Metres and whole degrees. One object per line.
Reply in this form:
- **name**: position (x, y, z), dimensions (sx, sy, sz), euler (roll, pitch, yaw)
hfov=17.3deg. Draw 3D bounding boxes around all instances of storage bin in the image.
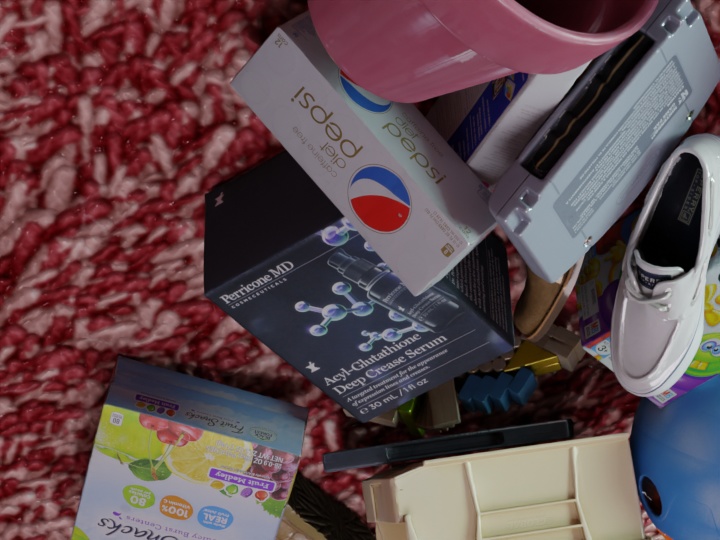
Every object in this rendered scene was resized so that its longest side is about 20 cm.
- **storage bin**: position (0.113, 0.193, 1.915), dimensions (0.197, 0.095, 0.200), euler (-7, 176, -8)

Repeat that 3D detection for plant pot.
- **plant pot**: position (0.066, -0.200, 1.510), dimensions (0.199, 0.201, 0.179), euler (24, 147, -27)

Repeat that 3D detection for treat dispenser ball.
- **treat dispenser ball**: position (0.314, 0.144, 1.882), dimensions (0.199, 0.202, 0.202), euler (-2, 138, -1)

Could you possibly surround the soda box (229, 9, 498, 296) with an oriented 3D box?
- **soda box**: position (0.006, -0.084, 1.634), dimensions (0.200, 0.064, 0.068), euler (49, 128, 4)

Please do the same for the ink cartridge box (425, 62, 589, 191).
- **ink cartridge box**: position (0.095, -0.120, 1.655), dimensions (0.037, 0.095, 0.200), euler (18, 134, -23)

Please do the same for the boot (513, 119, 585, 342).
- **boot**: position (0.140, -0.033, 1.782), dimensions (0.075, 0.074, 0.201), euler (14, 128, -4)

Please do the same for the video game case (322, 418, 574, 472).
- **video game case**: position (0.075, 0.143, 1.945), dimensions (0.198, 0.019, 0.143), euler (-9, 176, 6)

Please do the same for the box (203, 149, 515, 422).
- **box**: position (0.000, 0.000, 1.775), dimensions (0.148, 0.108, 0.200), euler (-28, 132, 26)

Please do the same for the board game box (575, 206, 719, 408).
- **board game box**: position (0.271, -0.002, 1.789), dimensions (0.199, 0.105, 0.103), euler (-33, 129, 29)

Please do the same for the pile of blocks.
- **pile of blocks**: position (0.088, 0.098, 1.907), dimensions (0.198, 0.083, 0.062), euler (-11, 148, 12)

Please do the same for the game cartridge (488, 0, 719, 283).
- **game cartridge**: position (0.173, -0.090, 1.644), dimensions (0.200, 0.040, 0.133), euler (-50, 149, -5)

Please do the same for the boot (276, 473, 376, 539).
- **boot**: position (-0.097, 0.263, 2.099), dimensions (0.199, 0.066, 0.175), euler (-30, 119, 27)

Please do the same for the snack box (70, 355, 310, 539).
- **snack box**: position (-0.146, 0.183, 1.963), dimensions (0.167, 0.068, 0.201), euler (15, 129, -3)

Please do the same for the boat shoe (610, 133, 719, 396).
- **boat shoe**: position (0.216, -0.002, 1.701), dimensions (0.073, 0.065, 0.202), euler (19, 106, 27)
